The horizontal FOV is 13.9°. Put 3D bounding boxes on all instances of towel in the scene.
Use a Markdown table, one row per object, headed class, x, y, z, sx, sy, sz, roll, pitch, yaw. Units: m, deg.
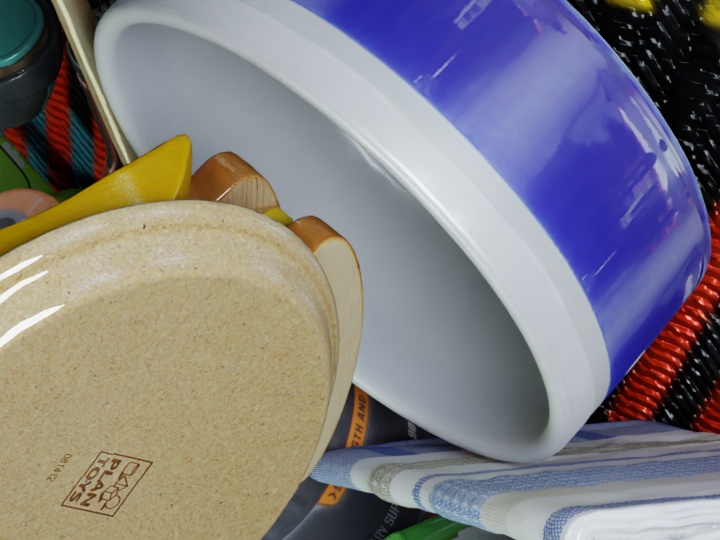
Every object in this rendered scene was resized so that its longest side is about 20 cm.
| class | x | y | z | sx | sy | sz | roll | pitch | yaw |
| --- | --- | --- | --- | --- | --- | --- | --- | --- | --- |
| towel | 0.085 | 0.073 | 0.972 | 0.200 | 0.147 | 0.024 | -173 | 81 | -65 |

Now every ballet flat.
| class | x | y | z | sx | sy | sz | roll | pitch | yaw |
| --- | --- | --- | --- | --- | --- | --- | --- | --- | --- |
| ballet flat | -0.203 | -0.121 | 1.240 | 0.200 | 0.073 | 0.073 | 34 | 160 | 21 |

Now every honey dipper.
| class | x | y | z | sx | sy | sz | roll | pitch | yaw |
| --- | --- | --- | --- | --- | --- | --- | --- | --- | --- |
| honey dipper | -0.102 | -0.085 | 1.094 | 0.038 | 0.038 | 0.200 | 10 | 127 | 60 |

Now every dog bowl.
| class | x | y | z | sx | sy | sz | roll | pitch | yaw |
| --- | --- | --- | --- | --- | --- | --- | --- | --- | --- |
| dog bowl | 0.012 | -0.035 | 0.949 | 0.200 | 0.079 | 0.200 | 38 | 161 | 16 |

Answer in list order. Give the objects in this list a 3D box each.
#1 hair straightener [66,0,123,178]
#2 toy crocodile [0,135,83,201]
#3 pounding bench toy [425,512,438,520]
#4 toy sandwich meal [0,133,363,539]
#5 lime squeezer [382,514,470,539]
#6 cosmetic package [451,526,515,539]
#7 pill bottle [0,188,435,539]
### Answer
| class | x | y | z | sx | sy | sz | roll | pitch | yaw |
| --- | --- | --- | --- | --- | --- | --- | --- | --- | --- |
| hair straightener | -0.071 | -0.044 | 1.190 | 0.077 | 0.041 | 0.200 | 35 | 156 | 25 |
| toy crocodile | -0.128 | 0.015 | 1.392 | 0.200 | 0.062 | 0.067 | 52 | 160 | -24 |
| pounding bench toy | 0.019 | 0.173 | 1.242 | 0.200 | 0.124 | 0.156 | 42 | -173 | 6 |
| toy sandwich meal | -0.089 | 0.040 | 0.898 | 0.070 | 0.205 | 0.205 | 48 | 168 | 37 |
| lime squeezer | 0.075 | 0.089 | 1.121 | 0.038 | 0.071 | 0.200 | 42 | -167 | 19 |
| cosmetic package | 0.069 | 0.184 | 0.972 | 0.081 | 0.200 | 0.113 | 3 | -174 | 19 |
| pill bottle | -0.069 | 0.045 | 1.065 | 0.106 | 0.106 | 0.200 | 24 | 172 | 46 |
